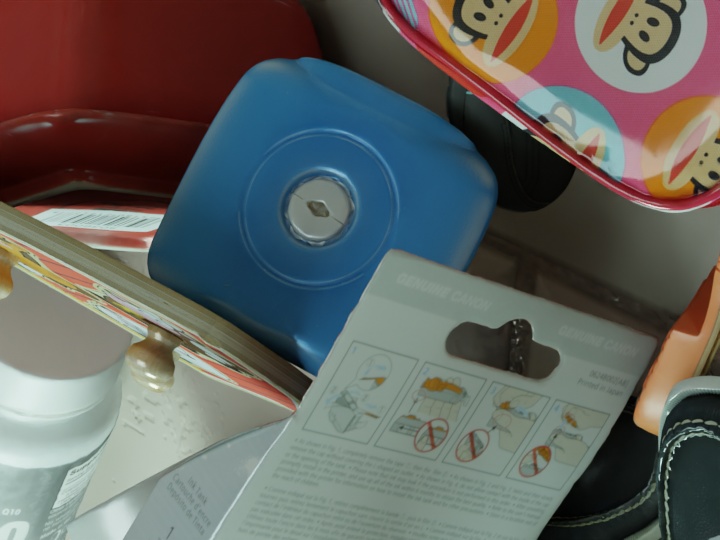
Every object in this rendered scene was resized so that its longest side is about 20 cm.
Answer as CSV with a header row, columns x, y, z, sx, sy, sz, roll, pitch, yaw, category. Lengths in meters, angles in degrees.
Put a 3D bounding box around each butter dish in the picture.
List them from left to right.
x,y,z,sx,sy,sz,roll,pitch,yaw,category
-0.107,-0.093,0.973,0.199,0.199,0.149,-13,77,48,butter dish

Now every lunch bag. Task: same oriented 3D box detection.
x,y,z,sx,sy,sz,roll,pitch,yaw,category
0.096,-0.137,0.717,0.176,0.082,0.201,37,104,14,lunch bag

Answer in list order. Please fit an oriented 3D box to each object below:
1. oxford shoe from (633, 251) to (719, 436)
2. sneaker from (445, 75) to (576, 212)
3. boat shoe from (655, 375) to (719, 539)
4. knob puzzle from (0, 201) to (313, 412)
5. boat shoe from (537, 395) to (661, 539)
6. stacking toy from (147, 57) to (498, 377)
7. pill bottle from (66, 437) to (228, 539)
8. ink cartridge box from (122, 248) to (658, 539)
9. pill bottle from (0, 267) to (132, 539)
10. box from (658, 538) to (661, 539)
x,y,z,sx,sy,sz,roll,pitch,yaw,category
0.166,-0.001,0.799,0.073,0.071,0.201,31,138,11,oxford shoe
0.087,-0.100,0.818,0.079,0.075,0.201,33,131,29,sneaker
0.151,0.132,0.834,0.075,0.060,0.201,-1,126,36,boat shoe
-0.097,0.019,0.858,0.219,0.219,0.031,23,80,39,knob puzzle
0.057,0.086,0.933,0.199,0.067,0.073,-6,71,47,boat shoe
0.000,0.000,0.915,0.115,0.110,0.200,27,172,15,stacking toy
-0.059,0.193,1.086,0.116,0.116,0.201,-31,85,49,pill bottle
0.003,0.082,0.835,0.047,0.159,0.201,45,110,43,ink cartridge box
-0.192,0.082,1.176,0.114,0.113,0.201,47,137,20,pill bottle
0.104,0.236,0.939,0.148,0.107,0.201,-30,86,49,box
